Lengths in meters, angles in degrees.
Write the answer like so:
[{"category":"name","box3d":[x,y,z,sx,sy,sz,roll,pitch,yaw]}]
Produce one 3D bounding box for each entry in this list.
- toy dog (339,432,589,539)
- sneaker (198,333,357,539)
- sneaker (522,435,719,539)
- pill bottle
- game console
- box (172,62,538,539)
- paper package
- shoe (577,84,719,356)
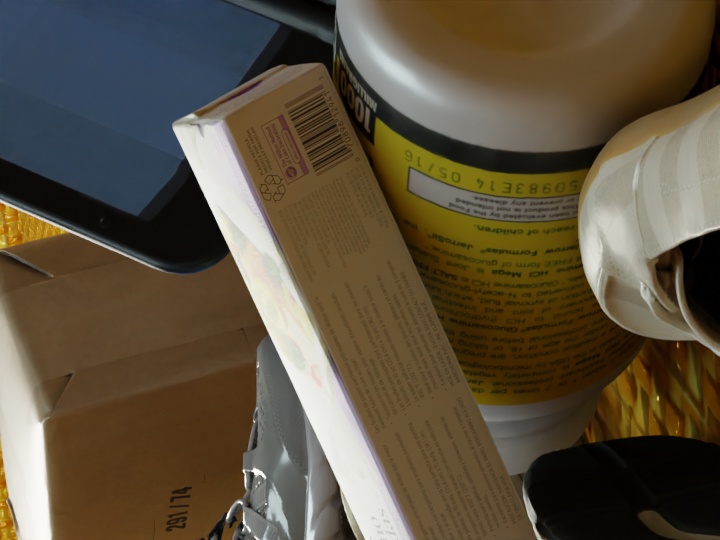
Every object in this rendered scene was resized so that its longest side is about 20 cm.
[{"category":"toy dog","box3d":[0.029,0.100,0.965,0.096,0.132,0.200,52,-175,-32]},{"category":"sneaker","box3d":[-0.041,0.119,1.101,0.075,0.082,0.201,46,-136,-73]},{"category":"sneaker","box3d":[0.103,0.130,0.828,0.201,0.075,0.116,-134,36,-65]},{"category":"pill bottle","box3d":[0.045,-0.025,0.867,0.200,0.112,0.113,94,161,-51]},{"category":"game console","box3d":[-0.094,-0.122,0.918,0.118,0.200,0.171,-36,-37,-56]},{"category":"box","box3d":[0.006,0.035,0.823,0.039,0.041,0.200,2,120,63]},{"category":"paper package","box3d":[-0.082,0.066,1.361,0.200,0.190,0.104,93,158,-51]},{"category":"shoe","box3d":[0.097,-0.009,0.718,0.200,0.070,0.053,126,165,-71]}]
